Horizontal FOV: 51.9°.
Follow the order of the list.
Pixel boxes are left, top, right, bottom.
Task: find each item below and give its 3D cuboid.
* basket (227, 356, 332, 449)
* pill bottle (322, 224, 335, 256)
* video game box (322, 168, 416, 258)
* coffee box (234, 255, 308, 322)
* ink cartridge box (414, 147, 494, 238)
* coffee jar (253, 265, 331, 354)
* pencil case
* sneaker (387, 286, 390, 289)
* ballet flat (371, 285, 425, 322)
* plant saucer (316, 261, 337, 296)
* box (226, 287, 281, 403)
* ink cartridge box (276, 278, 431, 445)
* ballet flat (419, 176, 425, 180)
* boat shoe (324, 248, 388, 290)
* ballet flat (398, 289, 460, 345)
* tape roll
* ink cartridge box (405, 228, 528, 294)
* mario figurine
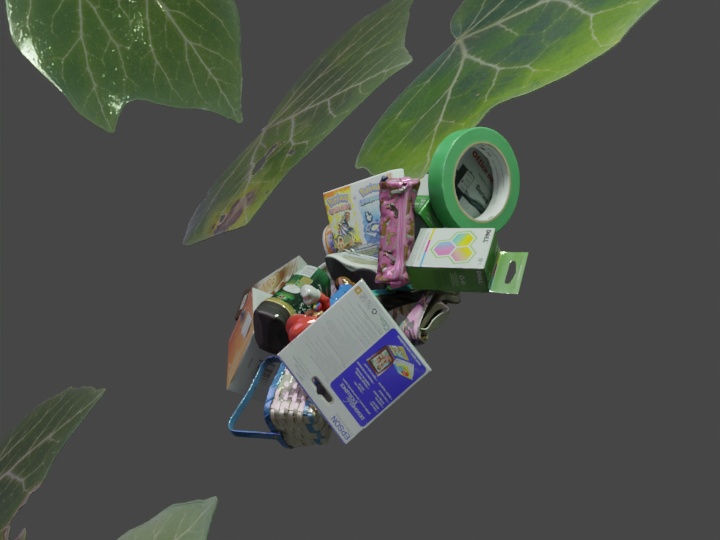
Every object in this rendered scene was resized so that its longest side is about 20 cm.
[{"bbox_3d":[-0.132,0.239,1.364,0.195,0.141,0.178,6,47,26],"label":"basket"},{"bbox_3d":[0.014,-0.089,1.706,0.197,0.112,0.114,-25,30,36],"label":"pill bottle"},{"bbox_3d":[0.022,-0.096,1.539,0.196,0.188,0.046,-13,-2,39],"label":"video game box"},{"bbox_3d":[-0.209,0.068,1.841,0.197,0.080,0.116,-31,27,25],"label":"coffee box"},{"bbox_3d":[0.187,-0.137,1.478,0.202,0.147,0.082,-52,28,-18],"label":"ink cartridge box"},{"bbox_3d":[-0.138,0.079,1.501,0.083,0.107,0.200,15,34,23],"label":"coffee jar"},{"bbox_3d":[0.069,-0.070,1.370,0.081,0.086,0.207,3,90,35],"label":"pencil case"},{"bbox_3d":[-0.016,0.085,1.523,0.201,0.078,0.085,-48,26,-11],"label":"sneaker"},{"bbox_3d":[0.070,0.060,1.413,0.196,0.071,0.067,-13,15,-32],"label":"ballet flat"},{"bbox_3d":[-0.084,0.069,1.671,0.198,0.050,0.203,-37,31,26],"label":"plant saucer"},{"bbox_3d":[-0.217,0.161,1.614,0.155,0.104,0.201,-63,19,19],"label":"box"},{"bbox_3d":[-0.011,0.157,1.275,0.199,0.200,0.043,-39,-6,2],"label":"ink cartridge box"},{"bbox_3d":[0.100,-0.167,1.744,0.197,0.071,0.072,-24,30,30],"label":"ballet flat"},{"bbox_3d":[0.000,-0.001,1.508,0.064,0.076,0.199,-30,23,-31],"label":"boat shoe"},{"bbox_3d":[0.140,0.060,1.347,0.070,0.070,0.202,9,52,38],"label":"ballet flat"},{"bbox_3d":[0.219,-0.168,1.411,0.202,0.201,0.048,-51,26,-19],"label":"tape roll"},{"bbox_3d":[0.188,-0.019,1.307,0.195,0.060,0.105,2,44,25],"label":"ink cartridge box"},{"bbox_3d":[-0.083,0.081,1.406,0.104,0.126,0.199,-24,8,34],"label":"mario figurine"}]
